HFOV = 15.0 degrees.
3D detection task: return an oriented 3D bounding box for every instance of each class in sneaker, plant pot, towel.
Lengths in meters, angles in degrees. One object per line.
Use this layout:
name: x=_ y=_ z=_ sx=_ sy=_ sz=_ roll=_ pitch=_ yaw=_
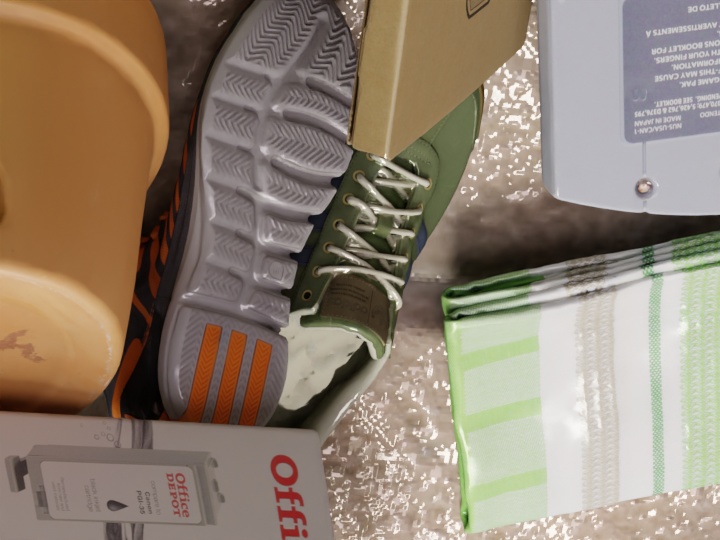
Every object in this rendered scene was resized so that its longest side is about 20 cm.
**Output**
sneaker: x=0.000 y=0.000 z=1.162 sx=0.067 sy=0.090 sz=0.201 roll=24 pitch=109 yaw=-21
plant pot: x=-0.166 y=-0.022 z=1.043 sx=0.199 sy=0.141 sz=0.200 roll=-7 pitch=147 yaw=-4
towel: x=0.139 y=0.051 z=1.236 sx=0.199 sy=0.031 sz=0.150 roll=-12 pitch=129 yaw=-5
sneaker: x=-0.071 y=-0.024 z=1.145 sx=0.077 sy=0.112 sz=0.201 roll=25 pitch=74 yaw=-33

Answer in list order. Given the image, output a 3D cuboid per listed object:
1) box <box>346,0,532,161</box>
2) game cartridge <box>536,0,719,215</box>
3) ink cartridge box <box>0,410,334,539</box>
box: x=0.046 y=-0.161 z=1.063 sx=0.021 sy=0.163 sz=0.201 roll=16 pitch=116 yaw=19
game cartridge: x=0.172 y=-0.091 z=1.153 sx=0.199 sy=0.041 sz=0.134 roll=-7 pitch=114 yaw=-8
ink cartridge box: x=-0.108 y=0.133 z=1.033 sx=0.199 sy=0.147 sz=0.083 roll=4 pitch=150 yaw=-26
